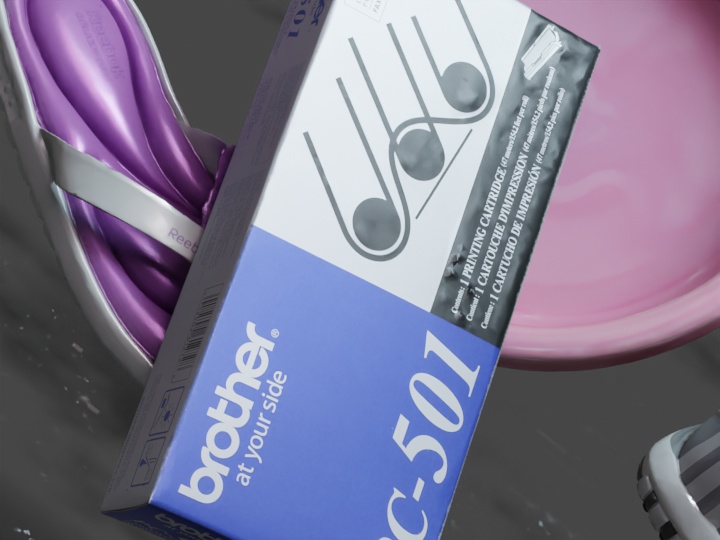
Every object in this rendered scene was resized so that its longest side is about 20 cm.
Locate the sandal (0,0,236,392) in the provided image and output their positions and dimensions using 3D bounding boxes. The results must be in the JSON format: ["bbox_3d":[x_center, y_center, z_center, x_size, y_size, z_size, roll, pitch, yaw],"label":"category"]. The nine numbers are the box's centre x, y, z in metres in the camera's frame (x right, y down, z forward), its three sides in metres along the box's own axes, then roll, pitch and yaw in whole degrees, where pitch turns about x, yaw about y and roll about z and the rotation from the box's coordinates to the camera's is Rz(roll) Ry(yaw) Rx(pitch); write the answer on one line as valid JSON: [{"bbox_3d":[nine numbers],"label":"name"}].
[{"bbox_3d":[-0.064,-0.027,0.779,0.082,0.050,0.203,-22,73,-43],"label":"sandal"}]

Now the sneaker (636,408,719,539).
[{"bbox_3d":[0.200,0.048,0.870,0.200,0.115,0.075,-18,70,-43],"label":"sneaker"}]

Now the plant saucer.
[{"bbox_3d":[0.071,-0.056,0.839,0.200,0.051,0.201,-3,68,8],"label":"plant saucer"}]

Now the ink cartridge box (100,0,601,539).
[{"bbox_3d":[0.000,0.000,0.752,0.094,0.044,0.200,26,71,-21],"label":"ink cartridge box"}]
